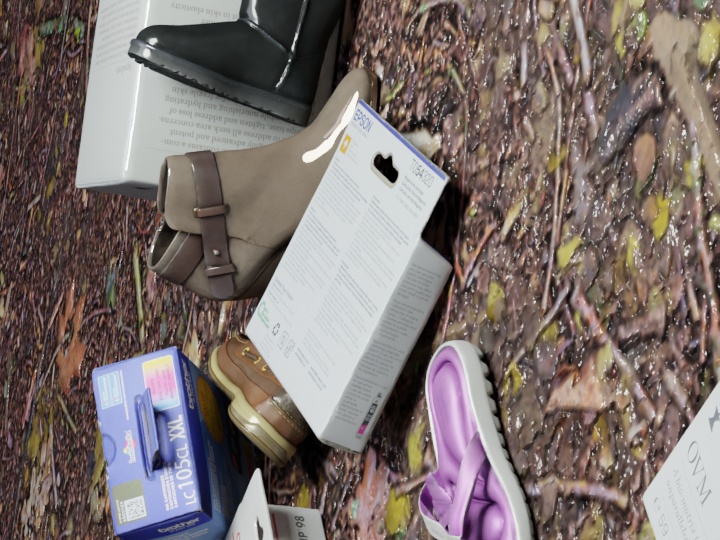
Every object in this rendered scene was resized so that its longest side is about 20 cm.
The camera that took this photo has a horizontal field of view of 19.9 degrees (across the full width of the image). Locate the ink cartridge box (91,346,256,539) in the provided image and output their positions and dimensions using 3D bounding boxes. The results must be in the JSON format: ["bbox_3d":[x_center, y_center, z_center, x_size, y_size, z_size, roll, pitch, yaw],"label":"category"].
[{"bbox_3d":[-0.141,0.148,1.575,0.200,0.076,0.138,50,-155,-63],"label":"ink cartridge box"}]

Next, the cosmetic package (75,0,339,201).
[{"bbox_3d":[-0.125,-0.155,1.681,0.166,0.166,0.202,-179,97,-68],"label":"cosmetic package"}]

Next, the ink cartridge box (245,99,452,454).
[{"bbox_3d":[0.000,0.000,1.453,0.201,0.043,0.196,-62,25,11],"label":"ink cartridge box"}]

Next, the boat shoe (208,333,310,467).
[{"bbox_3d":[-0.068,0.088,1.599,0.068,0.072,0.200,-45,18,2],"label":"boat shoe"}]

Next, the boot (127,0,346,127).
[{"bbox_3d":[-0.078,-0.230,1.565,0.065,0.164,0.202,19,91,54],"label":"boot"}]

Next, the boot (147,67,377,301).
[{"bbox_3d":[-0.078,-0.067,1.554,0.070,0.145,0.202,-129,51,-65],"label":"boot"}]

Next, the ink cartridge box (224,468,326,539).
[{"bbox_3d":[-0.068,0.256,1.519,0.116,0.066,0.201,-105,30,-47],"label":"ink cartridge box"}]

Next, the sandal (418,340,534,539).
[{"bbox_3d":[0.058,0.132,1.257,0.204,0.049,0.083,-102,29,-42],"label":"sandal"}]

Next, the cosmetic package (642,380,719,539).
[{"bbox_3d":[0.218,0.102,0.751,0.200,0.122,0.201,-104,31,-44],"label":"cosmetic package"}]
